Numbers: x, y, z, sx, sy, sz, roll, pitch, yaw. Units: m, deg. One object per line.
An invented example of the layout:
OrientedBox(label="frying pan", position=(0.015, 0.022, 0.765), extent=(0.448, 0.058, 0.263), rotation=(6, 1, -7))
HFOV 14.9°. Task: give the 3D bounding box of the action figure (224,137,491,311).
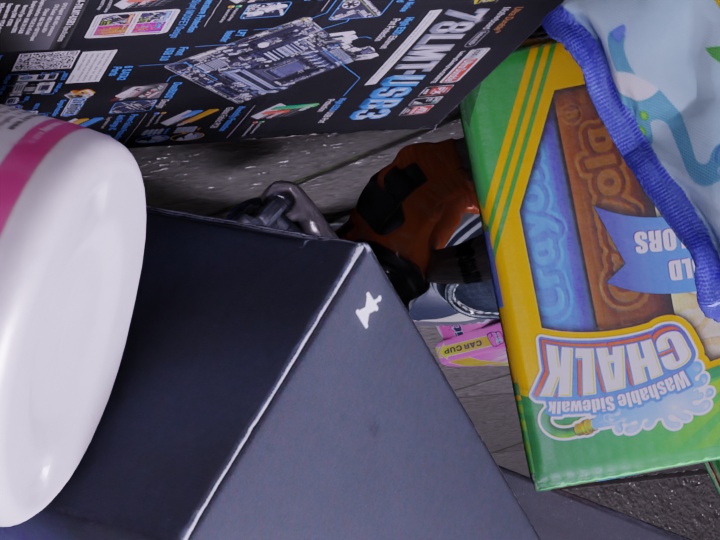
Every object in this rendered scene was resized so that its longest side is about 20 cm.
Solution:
OrientedBox(label="action figure", position=(0.000, 0.000, 1.125), extent=(0.193, 0.105, 0.200), rotation=(-37, -179, 6))

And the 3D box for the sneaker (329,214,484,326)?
OrientedBox(label="sneaker", position=(-0.015, 0.002, 1.400), extent=(0.199, 0.071, 0.082), rotation=(-20, 150, 40))

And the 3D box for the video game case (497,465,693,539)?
OrientedBox(label="video game case", position=(0.059, 0.101, 1.073), extent=(0.199, 0.026, 0.181), rotation=(21, 171, -8))

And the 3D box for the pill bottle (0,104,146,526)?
OrientedBox(label="pill bottle", position=(-0.171, -0.007, 0.781), extent=(0.199, 0.114, 0.113), rotation=(15, 176, 11))

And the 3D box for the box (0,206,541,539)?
OrientedBox(label="box", position=(-0.065, 0.082, 0.914), extent=(0.198, 0.124, 0.200), rotation=(9, 146, 35))

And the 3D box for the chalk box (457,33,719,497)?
OrientedBox(label="chalk box", position=(0.113, 0.007, 1.005), extent=(0.123, 0.201, 0.125), rotation=(-10, -177, 7))

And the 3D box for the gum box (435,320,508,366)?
OrientedBox(label="gum box", position=(0.136, 0.012, 1.561), extent=(0.113, 0.067, 0.200), rotation=(-18, 168, 37))

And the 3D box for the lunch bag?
OrientedBox(label="lunch bag", position=(0.170, -0.065, 0.823), extent=(0.170, 0.128, 0.200), rotation=(-31, 171, 16))

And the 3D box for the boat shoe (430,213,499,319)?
OrientedBox(label="boat shoe", position=(0.104, 0.002, 1.213), extent=(0.200, 0.091, 0.071), rotation=(-23, 138, 39))

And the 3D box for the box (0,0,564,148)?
OrientedBox(label="box", position=(-0.045, -0.082, 0.833), extent=(0.197, 0.050, 0.200), rotation=(-7, 170, -16))
